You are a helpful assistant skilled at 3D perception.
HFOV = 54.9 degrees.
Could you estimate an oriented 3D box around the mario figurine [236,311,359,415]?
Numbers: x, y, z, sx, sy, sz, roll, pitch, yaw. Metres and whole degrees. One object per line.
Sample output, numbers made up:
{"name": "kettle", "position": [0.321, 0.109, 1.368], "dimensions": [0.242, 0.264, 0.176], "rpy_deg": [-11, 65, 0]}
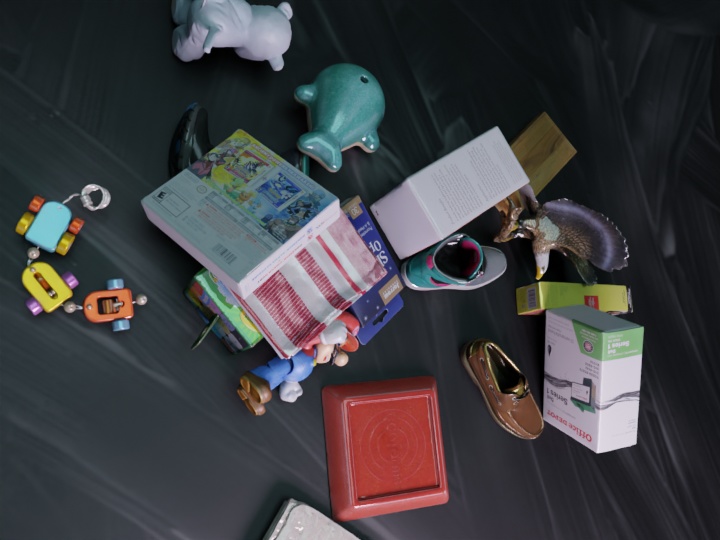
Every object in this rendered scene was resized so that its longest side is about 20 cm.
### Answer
{"name": "mario figurine", "position": [-0.071, 0.133, 0.987], "dimensions": [0.200, 0.123, 0.107], "rpy_deg": [-37, 111, -29]}

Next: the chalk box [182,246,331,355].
{"name": "chalk box", "position": [-0.165, 0.033, 0.977], "dimensions": [0.200, 0.125, 0.124], "rpy_deg": [-40, 95, -26]}

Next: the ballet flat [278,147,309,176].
{"name": "ballet flat", "position": [-0.106, -0.087, 1.065], "dimensions": [0.072, 0.073, 0.202], "rpy_deg": [-4, 87, -23]}

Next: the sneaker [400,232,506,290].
{"name": "sneaker", "position": [0.177, -0.016, 1.130], "dimensions": [0.198, 0.121, 0.084], "rpy_deg": [-8, 82, -24]}

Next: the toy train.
{"name": "toy train", "position": [-0.381, -0.009, 0.938], "dimensions": [0.149, 0.056, 0.202], "rpy_deg": [-12, 87, -25]}

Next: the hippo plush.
{"name": "hippo plush", "position": [-0.182, -0.388, 1.034], "dimensions": [0.160, 0.200, 0.161], "rpy_deg": [0, 101, -30]}

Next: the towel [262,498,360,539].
{"name": "towel", "position": [-0.057, 0.428, 0.989], "dimensions": [0.200, 0.034, 0.133], "rpy_deg": [38, 69, -12]}

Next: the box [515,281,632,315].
{"name": "box", "position": [0.379, 0.052, 1.226], "dimensions": [0.198, 0.075, 0.051], "rpy_deg": [4, 78, -23]}

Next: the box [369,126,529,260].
{"name": "box", "position": [0.141, -0.123, 1.121], "dimensions": [0.199, 0.152, 0.107], "rpy_deg": [-33, 92, -24]}

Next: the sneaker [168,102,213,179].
{"name": "sneaker", "position": [-0.237, -0.143, 1.021], "dimensions": [0.081, 0.073, 0.202], "rpy_deg": [6, 85, -30]}

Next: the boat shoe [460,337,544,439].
{"name": "boat shoe", "position": [0.242, 0.199, 1.141], "dimensions": [0.072, 0.068, 0.200], "rpy_deg": [-43, 98, -26]}

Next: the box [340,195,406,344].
{"name": "box", "position": [0.000, 0.000, 1.068], "dimensions": [0.121, 0.032, 0.201], "rpy_deg": [-42, 111, -38]}

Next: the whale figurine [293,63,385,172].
{"name": "whale figurine", "position": [-0.029, -0.245, 1.080], "dimensions": [0.159, 0.104, 0.201], "rpy_deg": [34, 47, -12]}

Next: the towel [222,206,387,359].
{"name": "towel", "position": [-0.072, 0.005, 0.944], "dimensions": [0.200, 0.023, 0.144], "rpy_deg": [-40, 96, -24]}

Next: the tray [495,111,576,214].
{"name": "tray", "position": [0.304, -0.193, 1.268], "dimensions": [0.099, 0.037, 0.200], "rpy_deg": [49, 65, -7]}

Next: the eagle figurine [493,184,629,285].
{"name": "eagle figurine", "position": [0.331, -0.054, 1.166], "dimensions": [0.198, 0.152, 0.152], "rpy_deg": [9, 31, 1]}

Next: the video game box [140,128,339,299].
{"name": "video game box", "position": [-0.159, -0.083, 0.929], "dimensions": [0.200, 0.047, 0.182], "rpy_deg": [37, 66, 23]}

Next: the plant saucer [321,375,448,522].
{"name": "plant saucer", "position": [0.046, 0.269, 1.064], "dimensions": [0.198, 0.037, 0.202], "rpy_deg": [-1, 80, -23]}

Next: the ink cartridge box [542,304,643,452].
{"name": "ink cartridge box", "position": [0.373, 0.172, 1.126], "dimensions": [0.084, 0.146, 0.202], "rpy_deg": [-6, 103, -21]}
